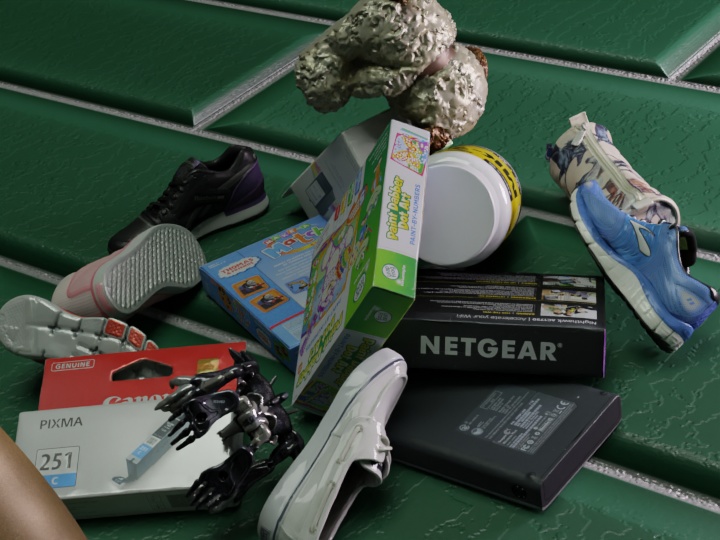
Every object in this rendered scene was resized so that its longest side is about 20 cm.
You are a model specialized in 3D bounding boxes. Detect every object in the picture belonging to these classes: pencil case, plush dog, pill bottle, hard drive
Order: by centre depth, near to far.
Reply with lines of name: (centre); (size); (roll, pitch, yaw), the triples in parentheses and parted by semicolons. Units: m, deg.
hard drive: (0.108, 0.131, 1.389); (0.199, 0.033, 0.139); (15, 39, 35)
pill bottle: (0.096, -0.063, 1.563); (0.114, 0.115, 0.200); (-3, 7, 11)
plush dog: (0.060, -0.211, 1.599); (0.200, 0.172, 0.160); (-51, 17, -31)
pencil case: (0.259, -0.082, 1.636); (0.078, 0.090, 0.200); (-28, 33, 0)

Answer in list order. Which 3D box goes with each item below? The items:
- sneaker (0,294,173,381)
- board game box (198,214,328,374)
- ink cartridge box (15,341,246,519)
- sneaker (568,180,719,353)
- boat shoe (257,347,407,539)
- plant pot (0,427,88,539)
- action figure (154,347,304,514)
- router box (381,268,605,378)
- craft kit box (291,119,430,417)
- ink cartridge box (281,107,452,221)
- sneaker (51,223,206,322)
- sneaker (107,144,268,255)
sneaker: (-0.253, 0.080, 1.535); (0.199, 0.082, 0.077); (27, 84, 15)
board game box: (-0.053, 0.019, 1.612); (0.151, 0.037, 0.200); (-24, 36, -22)
ink cartridge box: (-0.204, 0.132, 1.414); (0.199, 0.045, 0.177); (-6, 53, 7)
sneaker: (0.269, -0.016, 1.492); (0.089, 0.079, 0.200); (-36, 54, 4)
boat shoe: (-0.007, 0.155, 1.325); (0.065, 0.072, 0.200); (24, 58, 24)
plant pot: (-0.313, 0.194, 1.226); (0.185, 0.201, 0.187); (-13, 26, 6)
action figure: (-0.110, 0.130, 1.297); (0.102, 0.119, 0.200); (-26, -1, 9)
router box: (0.124, 0.045, 1.455); (0.199, 0.051, 0.149); (2, 18, 8)
craft kit box: (0.000, 0.000, 1.437); (0.048, 0.200, 0.198); (16, 49, -15)
ink cartridge box: (0.003, -0.107, 1.716); (0.117, 0.068, 0.200); (-29, -5, -28)
sneaker: (-0.246, 0.012, 1.641); (0.104, 0.076, 0.200); (-24, 5, 29)
sneaker: (-0.200, -0.080, 1.765); (0.199, 0.088, 0.076); (-28, 36, -27)
